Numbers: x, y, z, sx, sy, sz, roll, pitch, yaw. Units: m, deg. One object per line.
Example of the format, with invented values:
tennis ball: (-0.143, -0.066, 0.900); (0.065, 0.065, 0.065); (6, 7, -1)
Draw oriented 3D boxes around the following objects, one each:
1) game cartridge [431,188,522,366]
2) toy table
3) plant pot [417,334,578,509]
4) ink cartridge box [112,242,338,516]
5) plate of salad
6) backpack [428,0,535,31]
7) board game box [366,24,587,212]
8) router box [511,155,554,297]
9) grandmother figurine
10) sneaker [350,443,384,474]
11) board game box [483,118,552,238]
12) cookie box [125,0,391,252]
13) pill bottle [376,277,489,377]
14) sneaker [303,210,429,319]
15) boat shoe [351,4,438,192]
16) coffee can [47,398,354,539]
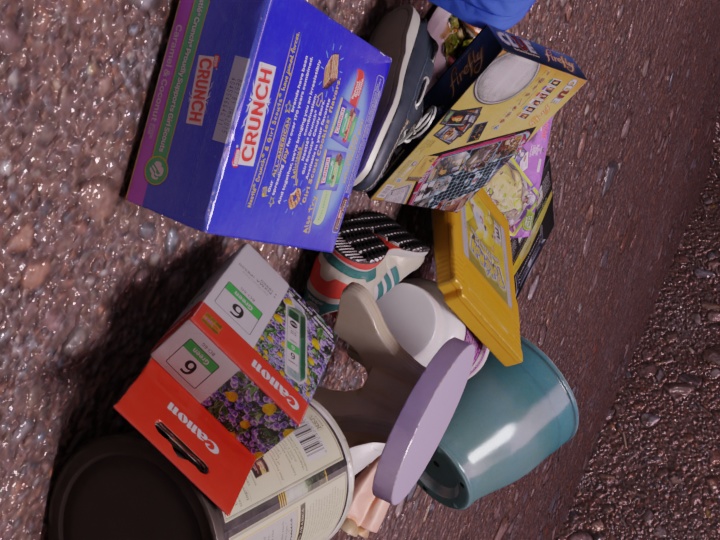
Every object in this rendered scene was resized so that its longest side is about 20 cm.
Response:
game cartridge: (0.132, -0.017, 1.107); (0.176, 0.032, 0.201); (44, 34, -45)
toy table: (0.019, 0.112, 0.887); (0.200, 0.117, 0.185); (-28, 138, -65)
plant pot: (0.154, 0.207, 1.297); (0.188, 0.200, 0.201); (-37, 141, -30)
ink cartridge box: (-0.086, 0.068, 0.695); (0.050, 0.109, 0.200); (-40, -169, 23)
plate of salad: (0.122, -0.200, 1.062); (0.200, 0.048, 0.202); (-16, 111, -52)
backpack: (0.125, -0.312, 0.894); (0.200, 0.162, 0.168); (-58, 173, -32)
board game box: (0.107, -0.139, 0.949); (0.135, 0.035, 0.200); (6, 139, -44)
router box: (0.218, -0.048, 1.410); (0.201, 0.052, 0.158); (-58, 152, -28)
grandmother figurine: (0.039, 0.224, 1.179); (0.201, 0.060, 0.121); (-59, 163, -4)
sneaker: (-0.031, 0.200, 1.039); (0.199, 0.078, 0.100); (-9, 121, -54)
board game box: (0.172, -0.132, 1.204); (0.119, 0.032, 0.201); (-3, 117, -19)
cookie box: (-0.067, -0.110, 0.724); (0.200, 0.075, 0.172); (8, 99, -67)
pill bottle: (0.074, 0.069, 1.103); (0.200, 0.112, 0.113); (26, 83, -68)
sneaker: (0.000, 0.000, 0.980); (0.094, 0.070, 0.200); (-56, 166, 18)
boat shoe: (0.028, -0.147, 0.870); (0.062, 0.075, 0.201); (37, 49, -33)
coffee can: (-0.112, 0.176, 0.740); (0.200, 0.146, 0.147); (-9, 114, -64)
